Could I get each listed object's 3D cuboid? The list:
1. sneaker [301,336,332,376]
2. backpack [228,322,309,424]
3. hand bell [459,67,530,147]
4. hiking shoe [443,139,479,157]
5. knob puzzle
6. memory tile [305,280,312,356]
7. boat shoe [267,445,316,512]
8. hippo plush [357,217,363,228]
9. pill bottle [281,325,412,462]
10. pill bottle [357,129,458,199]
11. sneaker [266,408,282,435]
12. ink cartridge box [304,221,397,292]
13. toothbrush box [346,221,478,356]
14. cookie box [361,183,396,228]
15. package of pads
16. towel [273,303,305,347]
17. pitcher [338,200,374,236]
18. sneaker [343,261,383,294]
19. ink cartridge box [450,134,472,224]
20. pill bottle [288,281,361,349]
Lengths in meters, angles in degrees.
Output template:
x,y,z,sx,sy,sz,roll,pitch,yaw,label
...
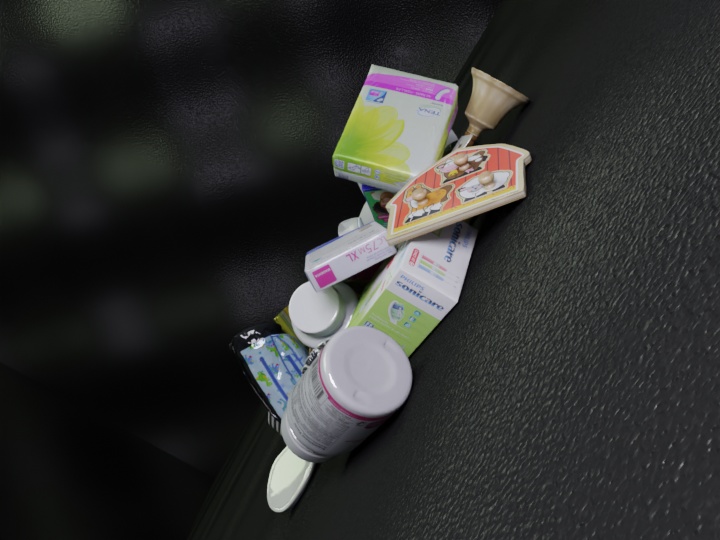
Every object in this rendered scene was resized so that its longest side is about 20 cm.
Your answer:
x,y,z,sx,sy,sz,roll,pitch,yaw,label
-0.042,0.172,1.086,0.080,0.077,0.200,-48,-26,-52,sneaker
-0.133,0.194,1.326,0.154,0.200,0.163,-19,-11,-4,backpack
0.170,-0.207,1.167,0.200,0.104,0.104,-60,5,14,hand bell
0.162,-0.185,1.283,0.101,0.076,0.200,-56,10,24,hiking shoe
0.119,-0.120,0.943,0.219,0.030,0.220,-24,25,12,knob puzzle
-0.043,0.091,1.274,0.153,0.017,0.200,-33,-57,-51,memory tile
-0.087,0.298,1.192,0.062,0.073,0.200,50,-126,-49,boat shoe
0.022,0.008,1.407,0.200,0.159,0.161,-45,21,-29,hippo plush
-0.026,0.162,0.915,0.200,0.113,0.113,-54,8,51,pill bottle
0.096,-0.205,1.454,0.200,0.116,0.116,-30,2,-5,pill bottle
-0.115,0.233,1.414,0.201,0.115,0.076,-59,5,12,sneaker
-0.018,-0.024,1.032,0.119,0.042,0.200,-27,11,0,ink cartridge box
0.061,0.030,0.982,0.200,0.086,0.146,-53,8,44,toothbrush box
0.063,-0.147,1.264,0.200,0.075,0.171,64,-155,-54,cookie box
0.060,-0.214,1.139,0.068,0.154,0.200,88,-159,-63,package of pads
-0.078,0.060,1.441,0.200,0.086,0.018,-46,22,-29,towel
0.071,-0.112,1.608,0.200,0.171,0.121,-32,69,51,pitcher
0.000,0.000,1.211,0.088,0.200,0.082,-22,64,43,sneaker
0.134,-0.099,1.100,0.200,0.067,0.117,-60,5,8,ink cartridge box
-0.037,0.078,1.133,0.109,0.109,0.200,-60,-23,-6,pill bottle
